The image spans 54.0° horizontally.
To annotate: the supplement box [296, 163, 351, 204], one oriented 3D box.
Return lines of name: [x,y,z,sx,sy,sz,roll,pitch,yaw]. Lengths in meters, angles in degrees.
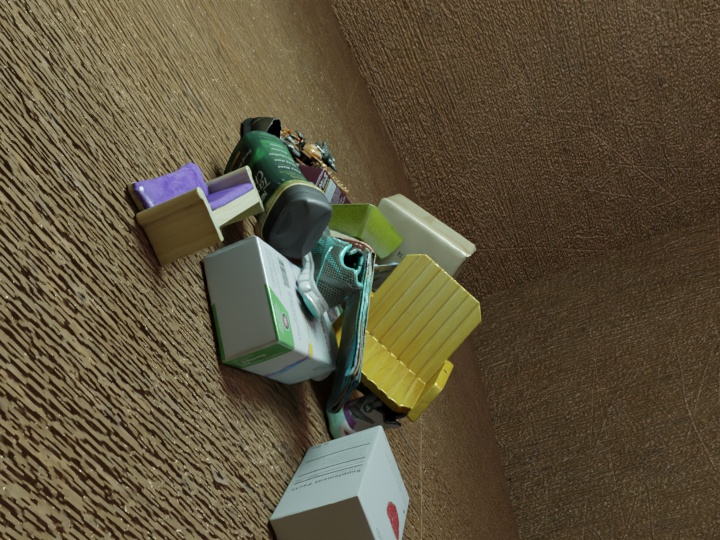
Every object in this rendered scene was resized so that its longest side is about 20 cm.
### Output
supplement box: [-0.084,-0.127,1.302,0.061,0.108,0.200,-68,153,-13]

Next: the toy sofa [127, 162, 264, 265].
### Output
toy sofa: [-0.192,-0.087,0.859,0.200,0.082,0.098,-63,133,-73]

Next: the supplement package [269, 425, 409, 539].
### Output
supplement package: [-0.018,0.308,0.911,0.200,0.119,0.122,-50,120,-75]

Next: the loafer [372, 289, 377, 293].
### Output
loafer: [0.039,0.099,1.321,0.200,0.069,0.076,76,28,-65]

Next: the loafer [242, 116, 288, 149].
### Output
loafer: [-0.158,-0.196,1.195,0.073,0.071,0.202,53,21,-52]

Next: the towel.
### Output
towel: [-0.014,0.090,1.015,0.147,0.021,0.202,117,-16,-57]

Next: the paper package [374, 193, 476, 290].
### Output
paper package: [0.090,-0.020,1.374,0.199,0.192,0.103,36,20,10]

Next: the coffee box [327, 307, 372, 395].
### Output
coffee box: [-0.015,0.140,1.232,0.200,0.044,0.124,40,28,-32]

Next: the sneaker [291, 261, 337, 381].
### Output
sneaker: [-0.094,0.074,1.097,0.082,0.074,0.201,29,37,-46]

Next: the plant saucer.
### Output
plant saucer: [-0.044,-0.060,1.250,0.200,0.197,0.048,41,52,-66]

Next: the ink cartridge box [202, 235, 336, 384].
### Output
ink cartridge box: [-0.117,0.061,0.948,0.200,0.083,0.146,42,29,-65]

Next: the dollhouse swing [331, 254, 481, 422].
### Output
dollhouse swing: [0.082,0.094,1.151,0.200,0.176,0.182,42,21,4]

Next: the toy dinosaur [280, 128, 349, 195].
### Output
toy dinosaur: [-0.107,-0.203,1.329,0.201,0.102,0.136,61,8,12]

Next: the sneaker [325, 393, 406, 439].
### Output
sneaker: [0.039,0.250,1.196,0.200,0.139,0.078,37,34,-67]

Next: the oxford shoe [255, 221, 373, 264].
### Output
oxford shoe: [-0.073,-0.041,1.139,0.074,0.198,0.071,-80,-168,-85]

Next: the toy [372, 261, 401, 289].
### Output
toy: [0.000,0.000,1.249,0.198,0.115,0.048,-1,65,-35]

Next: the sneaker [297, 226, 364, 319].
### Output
sneaker: [-0.037,-0.012,1.013,0.201,0.090,0.078,-99,163,-53]

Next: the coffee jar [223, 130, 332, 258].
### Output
coffee jar: [-0.120,-0.109,1.010,0.085,0.105,0.200,13,28,-42]

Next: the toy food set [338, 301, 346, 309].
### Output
toy food set: [0.000,0.096,1.454,0.143,0.060,0.202,14,57,-76]
